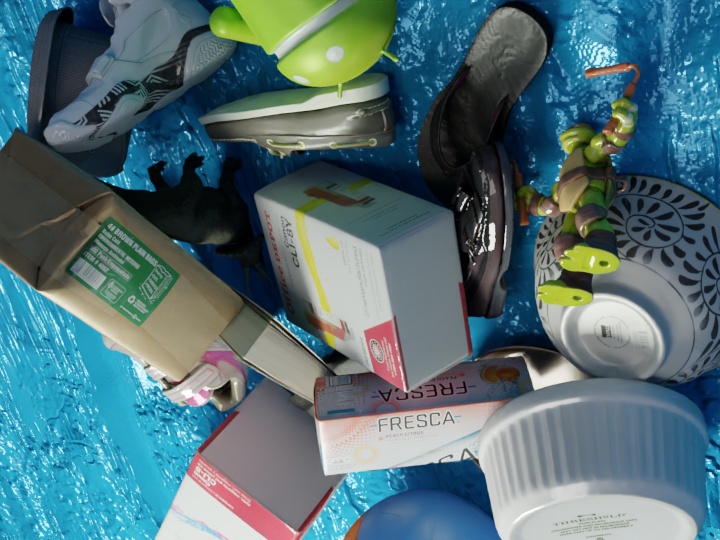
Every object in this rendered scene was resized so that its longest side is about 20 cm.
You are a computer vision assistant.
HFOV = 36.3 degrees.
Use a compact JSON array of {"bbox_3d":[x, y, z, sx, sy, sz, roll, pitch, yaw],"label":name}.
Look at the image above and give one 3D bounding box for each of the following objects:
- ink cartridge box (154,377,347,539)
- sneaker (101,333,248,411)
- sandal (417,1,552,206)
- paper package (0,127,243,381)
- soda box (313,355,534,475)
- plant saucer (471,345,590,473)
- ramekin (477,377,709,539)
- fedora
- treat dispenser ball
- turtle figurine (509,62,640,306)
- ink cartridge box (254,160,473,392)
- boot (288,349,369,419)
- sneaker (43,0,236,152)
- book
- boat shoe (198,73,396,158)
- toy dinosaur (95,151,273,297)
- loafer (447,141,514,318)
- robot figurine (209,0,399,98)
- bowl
[{"bbox_3d":[-0.120,0.259,1.256,0.144,0.145,0.201,36,133,7],"label":"ink cartridge box"},{"bbox_3d":[-0.183,0.093,1.152,0.081,0.089,0.199,-31,145,31],"label":"sneaker"},{"bbox_3d":[0.092,-0.131,0.915,0.075,0.048,0.201,32,133,11],"label":"sandal"},{"bbox_3d":[-0.234,-0.011,0.986,0.190,0.104,0.200,29,169,41],"label":"paper package"},{"bbox_3d":[0.058,0.132,1.002,0.198,0.064,0.069,-6,123,-1],"label":"soda box"},{"bbox_3d":[0.184,0.150,1.061,0.199,0.032,0.202,17,127,23],"label":"plant saucer"},{"bbox_3d":[0.200,0.183,0.933,0.200,0.095,0.203,1,143,1],"label":"ramekin"},{"bbox_3d":[-0.269,-0.157,1.081,0.089,0.177,0.201,7,123,-6],"label":"fedora"},{"bbox_3d":[0.068,0.331,1.144,0.200,0.201,0.202,17,128,23],"label":"treat dispenser ball"},{"bbox_3d":[0.169,-0.054,0.865,0.064,0.162,0.200,20,146,-19],"label":"turtle figurine"},{"bbox_3d":[0.000,0.000,0.989,0.200,0.083,0.146,26,136,50],"label":"ink cartridge box"},{"bbox_3d":[0.019,0.127,1.138,0.131,0.070,0.200,40,145,-1],"label":"boot"},{"bbox_3d":[-0.218,-0.194,0.985,0.115,0.200,0.075,54,159,-2],"label":"sneaker"},{"bbox_3d":[-0.102,0.063,1.085,0.134,0.048,0.200,41,174,-37],"label":"book"},{"bbox_3d":[-0.060,-0.132,0.997,0.200,0.072,0.061,-4,114,31],"label":"boat shoe"},{"bbox_3d":[-0.161,-0.061,1.072,0.199,0.103,0.077,21,133,-30],"label":"toy dinosaur"},{"bbox_3d":[0.094,-0.024,0.940,0.062,0.072,0.201,-6,140,-2],"label":"loafer"},{"bbox_3d":[-0.048,-0.237,0.884,0.175,0.116,0.201,-24,104,50],"label":"robot figurine"},{"bbox_3d":[0.222,0.032,0.912,0.199,0.094,0.202,18,129,23],"label":"bowl"}]
